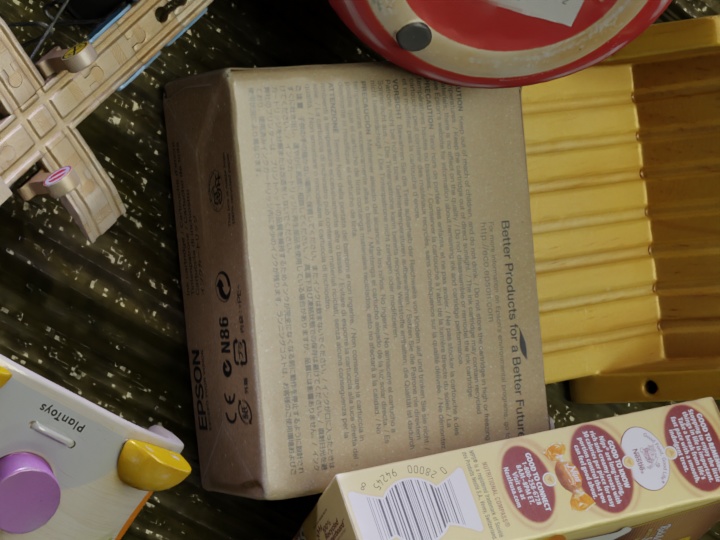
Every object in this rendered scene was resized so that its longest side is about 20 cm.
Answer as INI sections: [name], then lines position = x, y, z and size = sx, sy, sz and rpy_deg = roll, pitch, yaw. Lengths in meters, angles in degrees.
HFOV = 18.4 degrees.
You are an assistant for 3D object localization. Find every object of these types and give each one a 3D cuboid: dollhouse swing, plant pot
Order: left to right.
[plant pot]
position = 0.063, -0.201, 1.030
size = 0.200, 0.200, 0.183
rpy_deg = 38, 27, -32
[dollhouse swing]
position = 0.141, -0.028, 1.161
size = 0.176, 0.182, 0.200
rpy_deg = -8, 93, -52

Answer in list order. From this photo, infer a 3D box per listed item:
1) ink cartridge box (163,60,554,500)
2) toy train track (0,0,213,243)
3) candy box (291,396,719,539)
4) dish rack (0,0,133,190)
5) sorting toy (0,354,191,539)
[ink cartridge box]
position = 0.000, 0.000, 1.070
size = 0.165, 0.075, 0.200
rpy_deg = -5, 91, -31
[toy train track]
position = -0.104, -0.090, 0.959
size = 0.200, 0.033, 0.115
rpy_deg = -47, 118, -30
[candy box]
position = 0.071, 0.123, 1.066
size = 0.200, 0.115, 0.055
rpy_deg = -9, 67, -21
[dish rack]
position = -0.188, -0.100, 0.947
size = 0.153, 0.055, 0.200
rpy_deg = 42, 64, -30
[sorting toy]
position = -0.179, 0.118, 0.927
size = 0.200, 0.107, 0.180
rpy_deg = 31, 87, -35
